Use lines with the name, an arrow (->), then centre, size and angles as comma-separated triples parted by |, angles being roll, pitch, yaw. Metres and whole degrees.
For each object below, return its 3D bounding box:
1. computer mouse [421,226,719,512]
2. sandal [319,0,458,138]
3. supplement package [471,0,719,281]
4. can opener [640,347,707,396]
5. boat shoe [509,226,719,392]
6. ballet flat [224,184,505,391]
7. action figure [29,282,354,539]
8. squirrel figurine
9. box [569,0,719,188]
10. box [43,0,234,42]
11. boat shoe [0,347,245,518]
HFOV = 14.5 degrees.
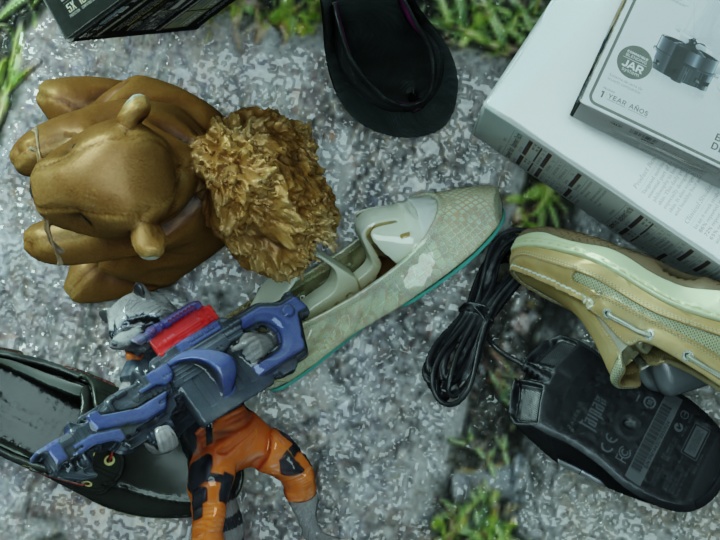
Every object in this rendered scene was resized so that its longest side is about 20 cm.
computer mouse -> 0.143, 0.061, 1.758 | 0.199, 0.046, 0.141 | 25, 67, -3
sandal -> 0.012, -0.140, 1.700 | 0.075, 0.201, 0.048 | -22, 48, 1
supplement package -> 0.192, -0.097, 1.707 | 0.199, 0.151, 0.152 | 34, 86, 2
can opener -> 0.270, 0.049, 1.735 | 0.199, 0.053, 0.067 | -18, 98, -12
boat shoe -> 0.162, 0.032, 1.674 | 0.199, 0.072, 0.077 | 19, 82, 39
ballet flat -> 0.000, 0.000, 1.741 | 0.200, 0.067, 0.062 | -37, 123, -1
action figure -> -0.111, 0.104, 1.682 | 0.199, 0.105, 0.194 | -22, 87, -29
squirrel figurine -> -0.111, -0.057, 1.689 | 0.199, 0.187, 0.143 | -1, 87, 0
box -> 0.213, -0.156, 1.607 | 0.116, 0.060, 0.201 | 24, 85, 1
box -> -0.083, -0.226, 1.674 | 0.200, 0.164, 0.086 | -33, 82, 26
boat shoe -> -0.168, 0.103, 1.746 | 0.200, 0.063, 0.074 | 21, 85, 0
